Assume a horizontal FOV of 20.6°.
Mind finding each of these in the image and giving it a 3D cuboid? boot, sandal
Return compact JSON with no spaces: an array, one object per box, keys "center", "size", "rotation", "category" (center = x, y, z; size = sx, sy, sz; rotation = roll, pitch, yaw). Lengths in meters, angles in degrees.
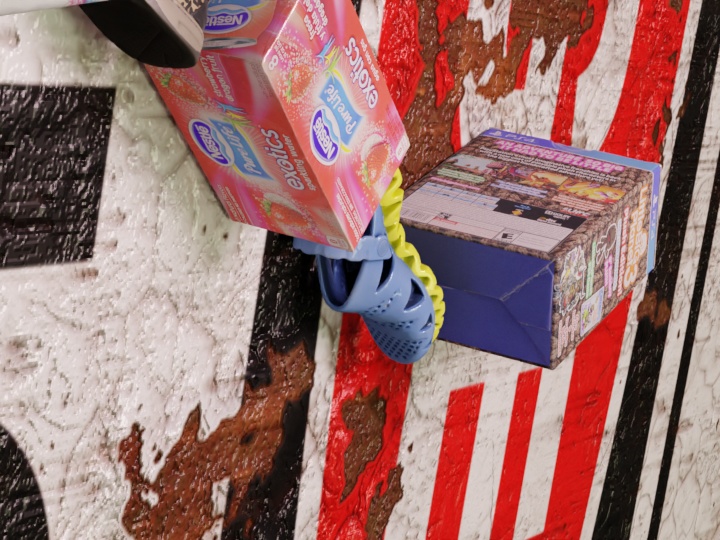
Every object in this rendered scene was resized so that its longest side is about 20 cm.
[{"center":[-0.123,-0.226,1.113],"size":[0.200,0.073,0.151],"rotation":[52,52,-48],"category":"boot"},{"center":[0.000,0.000,1.453],"size":[0.087,0.079,0.200],"rotation":[-53,137,-31],"category":"sandal"}]

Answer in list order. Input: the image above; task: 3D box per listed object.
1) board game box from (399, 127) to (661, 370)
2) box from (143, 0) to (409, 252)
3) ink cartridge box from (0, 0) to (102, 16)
[{"center":[0.127,-0.023,1.583],"size":[0.200,0.159,0.097],"rotation":[-38,135,-50],"category":"board game box"},{"center":[-0.054,-0.113,1.264],"size":[0.095,0.102,0.200],"rotation":[-62,151,-25],"category":"box"},{"center":[-0.176,-0.198,0.890],"size":[0.200,0.145,0.145],"rotation":[-15,116,-39],"category":"ink cartridge box"}]
